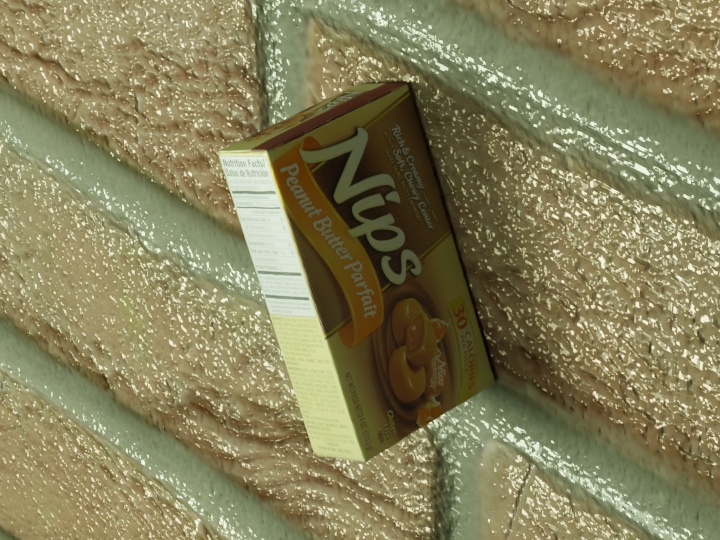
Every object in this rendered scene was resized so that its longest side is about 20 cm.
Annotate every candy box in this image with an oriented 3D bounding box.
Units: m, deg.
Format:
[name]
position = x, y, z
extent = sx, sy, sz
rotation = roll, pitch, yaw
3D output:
[candy box]
position = 0.000, 0.000, 1.438
extent = 0.055, 0.115, 0.201
rotation = 1, 114, 51
